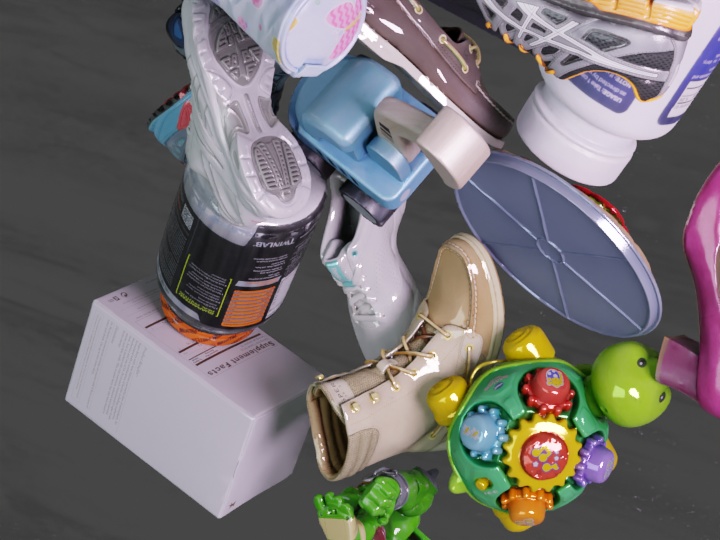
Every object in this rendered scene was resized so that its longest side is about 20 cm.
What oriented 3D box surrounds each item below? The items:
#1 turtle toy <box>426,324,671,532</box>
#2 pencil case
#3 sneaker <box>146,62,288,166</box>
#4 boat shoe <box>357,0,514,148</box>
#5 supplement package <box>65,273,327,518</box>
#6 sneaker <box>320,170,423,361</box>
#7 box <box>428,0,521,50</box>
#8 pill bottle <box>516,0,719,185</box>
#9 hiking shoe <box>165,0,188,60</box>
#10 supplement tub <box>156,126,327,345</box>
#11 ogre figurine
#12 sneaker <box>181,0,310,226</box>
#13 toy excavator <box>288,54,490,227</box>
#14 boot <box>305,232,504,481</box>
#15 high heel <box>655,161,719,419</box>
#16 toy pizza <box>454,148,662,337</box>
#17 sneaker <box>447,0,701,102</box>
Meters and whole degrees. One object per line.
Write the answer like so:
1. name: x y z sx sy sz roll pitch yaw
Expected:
1. turtle toy: 0.156 0.123 1.352 0.199 0.101 0.146 -34 103 -1
2. pencil case: -0.084 -0.226 1.266 0.200 0.083 0.091 40 103 32
3. sneaker: -0.095 -0.147 1.496 0.200 0.079 0.096 -28 105 41
4. boat shoe: 0.058 -0.168 1.326 0.060 0.200 0.072 -51 31 4
5. supplement package: -0.153 0.110 1.573 0.200 0.120 0.122 35 122 21
6. sneaker: 0.000 0.000 1.452 0.075 0.088 0.201 1 105 33
7. box: 0.084 -0.283 1.207 0.199 0.050 0.199 28 130 -8
8. pill bottle: 0.200 -0.166 1.241 0.120 0.119 0.201 42 123 17
9. hiking shoe: -0.118 -0.233 1.438 0.087 0.074 0.200 57 156 -19
10. supplement tub: -0.109 -0.027 1.480 0.123 0.122 0.200 46 143 15
11. ogre figurine: 0.003 0.242 1.506 0.098 0.120 0.201 26 116 31
12. sneaker: -0.113 -0.125 1.343 0.099 0.078 0.201 -24 78 48
13. toy excavator: 0.019 -0.107 1.296 0.194 0.200 0.100 39 84 19
14. boot: 0.034 0.073 1.400 0.073 0.155 0.201 39 132 45
15. high heel: 0.287 0.013 1.259 0.096 0.067 0.201 25 116 38
16. toy pizza: 0.156 -0.026 1.318 0.200 0.032 0.200 37 161 15
17. sneaker: 0.133 -0.172 1.166 0.199 0.078 0.078 21 119 30
